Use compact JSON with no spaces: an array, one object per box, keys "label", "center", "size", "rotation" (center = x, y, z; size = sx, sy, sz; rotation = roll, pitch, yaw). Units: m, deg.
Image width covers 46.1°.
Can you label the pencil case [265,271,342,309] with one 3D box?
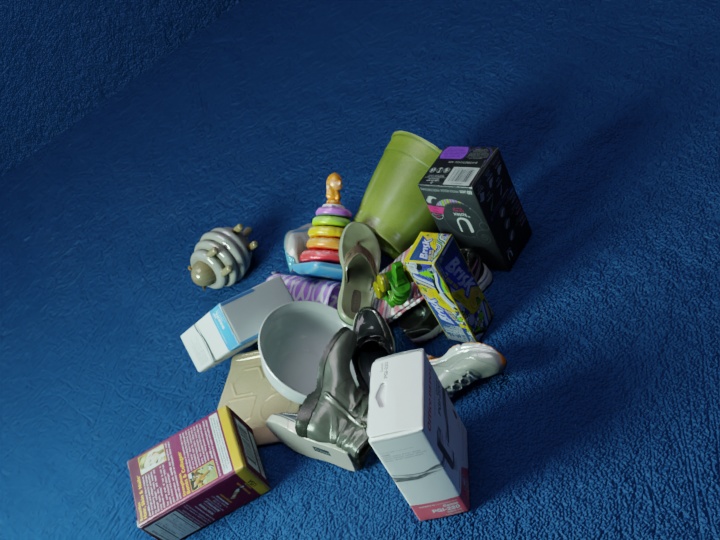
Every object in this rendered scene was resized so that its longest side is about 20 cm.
[{"label":"pencil case","center":[-0.103,0.054,1.648],"size":[0.198,0.085,0.085],"rotation":[9,89,42]}]

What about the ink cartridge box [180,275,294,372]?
[{"label":"ink cartridge box","center":[-0.225,0.100,1.566],"size":[0.144,0.084,0.200],"rotation":[-28,-4,-38]}]

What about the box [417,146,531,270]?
[{"label":"box","center":[0.205,-0.109,1.504],"size":[0.121,0.201,0.106],"rotation":[9,52,42]}]

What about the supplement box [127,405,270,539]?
[{"label":"supplement box","center":[-0.268,0.339,1.396],"size":[0.198,0.103,0.132],"rotation":[-29,49,3]}]

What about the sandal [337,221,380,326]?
[{"label":"sandal","center":[0.001,0.001,1.520],"size":[0.079,0.057,0.203],"rotation":[7,62,-10]}]

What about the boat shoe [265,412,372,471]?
[{"label":"boat shoe","center":[-0.057,0.255,1.390],"size":[0.198,0.075,0.093],"rotation":[15,51,33]}]

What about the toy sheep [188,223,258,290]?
[{"label":"toy sheep","center":[-0.296,-0.034,1.846],"size":[0.137,0.139,0.200],"rotation":[5,35,39]}]

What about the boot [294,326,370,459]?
[{"label":"boot","center":[-0.009,0.194,1.337],"size":[0.129,0.068,0.202],"rotation":[13,63,21]}]

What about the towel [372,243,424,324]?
[{"label":"towel","center":[0.069,0.034,1.518],"size":[0.200,0.030,0.147],"rotation":[-41,26,45]}]

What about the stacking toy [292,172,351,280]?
[{"label":"stacking toy","center":[-0.056,-0.086,1.614],"size":[0.116,0.109,0.203],"rotation":[-6,77,60]}]

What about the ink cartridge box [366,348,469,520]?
[{"label":"ink cartridge box","center":[0.085,0.232,1.196],"size":[0.084,0.201,0.147],"rotation":[-17,39,19]}]

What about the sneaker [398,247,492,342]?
[{"label":"sneaker","center":[0.137,0.034,1.484],"size":[0.200,0.087,0.080],"rotation":[-44,37,-16]}]

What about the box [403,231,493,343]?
[{"label":"box","center":[0.146,0.030,1.385],"size":[0.064,0.201,0.070],"rotation":[7,52,39]}]

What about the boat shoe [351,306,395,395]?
[{"label":"boat shoe","center":[0.020,0.141,1.411],"size":[0.073,0.066,0.202],"rotation":[-3,60,4]}]

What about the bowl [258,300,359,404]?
[{"label":"bowl","center":[-0.091,0.159,1.469],"size":[0.199,0.091,0.203],"rotation":[13,47,-14]}]

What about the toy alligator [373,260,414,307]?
[{"label":"toy alligator","center":[0.056,0.037,1.419],"size":[0.059,0.200,0.055],"rotation":[-18,75,-13]}]

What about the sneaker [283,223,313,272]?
[{"label":"sneaker","center":[-0.096,-0.056,1.723],"size":[0.080,0.077,0.200],"rotation":[-5,20,21]}]

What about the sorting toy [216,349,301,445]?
[{"label":"sorting toy","center":[-0.176,0.230,1.536],"size":[0.183,0.037,0.202],"rotation":[-14,45,24]}]

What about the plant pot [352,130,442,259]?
[{"label":"plant pot","center":[0.087,-0.131,1.643],"size":[0.194,0.200,0.200],"rotation":[-53,40,-9]}]

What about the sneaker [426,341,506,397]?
[{"label":"sneaker","center":[0.140,0.177,1.342],"size":[0.198,0.076,0.093],"rotation":[-15,46,33]}]
